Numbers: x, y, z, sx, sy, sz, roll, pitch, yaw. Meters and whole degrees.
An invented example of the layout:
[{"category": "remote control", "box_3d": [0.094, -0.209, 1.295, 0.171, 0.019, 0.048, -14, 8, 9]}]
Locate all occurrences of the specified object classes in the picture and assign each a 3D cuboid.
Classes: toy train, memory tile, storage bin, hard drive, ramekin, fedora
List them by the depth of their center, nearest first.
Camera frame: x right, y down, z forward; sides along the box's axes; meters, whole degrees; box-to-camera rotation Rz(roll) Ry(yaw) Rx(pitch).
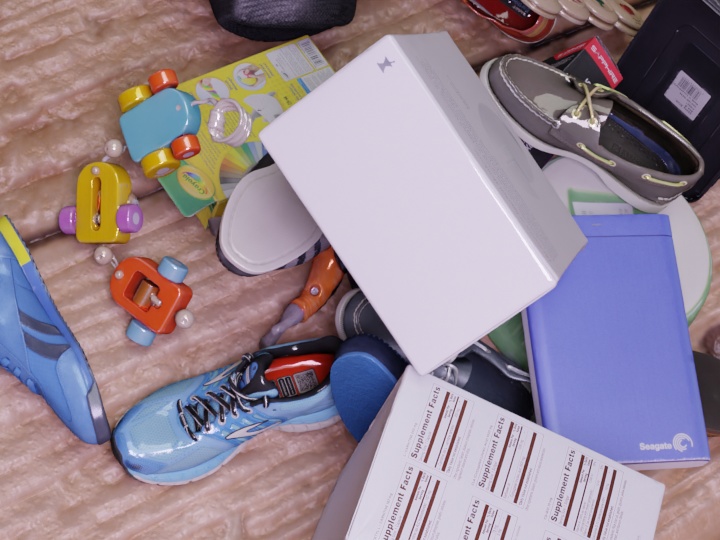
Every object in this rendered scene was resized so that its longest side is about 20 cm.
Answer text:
[{"category": "hard drive", "box_3d": [0.193, 0.054, 1.282, 0.130, 0.025, 0.202, -1, 70, -13]}, {"category": "toy train", "box_3d": [-0.152, -0.051, 1.286, 0.149, 0.202, 0.055, 29, 9, 24]}, {"category": "ramekin", "box_3d": [0.199, -0.003, 1.389, 0.198, 0.098, 0.202, 9, 57, -14]}, {"category": "fedora", "box_3d": [-0.067, -0.251, 1.435, 0.198, 0.200, 0.093, -6, 91, -22]}, {"category": "storage bin", "box_3d": [0.311, -0.175, 1.474, 0.135, 0.201, 0.094, 44, 56, 10]}, {"category": "memory tile", "box_3d": [0.177, -0.282, 1.547, 0.199, 0.017, 0.154, -1, 46, -50]}]

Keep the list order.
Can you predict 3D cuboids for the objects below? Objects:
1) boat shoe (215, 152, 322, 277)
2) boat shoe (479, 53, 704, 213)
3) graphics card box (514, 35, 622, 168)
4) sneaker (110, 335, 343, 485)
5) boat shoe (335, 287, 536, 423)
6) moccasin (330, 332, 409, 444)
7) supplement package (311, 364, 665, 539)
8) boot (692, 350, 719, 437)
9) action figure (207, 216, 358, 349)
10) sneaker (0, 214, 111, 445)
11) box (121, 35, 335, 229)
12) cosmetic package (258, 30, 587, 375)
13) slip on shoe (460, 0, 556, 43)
[{"category": "boat shoe", "box_3d": [-0.062, -0.055, 1.261, 0.074, 0.060, 0.201, 38, 44, -11]}, {"category": "boat shoe", "box_3d": [0.190, -0.121, 1.338, 0.200, 0.060, 0.073, 31, 58, -15]}, {"category": "graphics card box", "box_3d": [0.127, -0.113, 1.414, 0.051, 0.125, 0.200, 54, 53, -12]}, {"category": "sneaker", "box_3d": [-0.093, 0.091, 1.224, 0.198, 0.090, 0.079, -22, 68, -17]}, {"category": "boat shoe", "box_3d": [0.072, 0.071, 1.284, 0.199, 0.062, 0.073, 33, 74, -21]}, {"category": "moccasin", "box_3d": [0.039, 0.112, 1.241, 0.080, 0.201, 0.069, -4, 44, 32]}, {"category": "supplement package", "box_3d": [0.073, 0.207, 1.156, 0.198, 0.192, 0.148, 25, 53, -2]}, {"category": "boot", "box_3d": [0.242, 0.114, 1.352, 0.198, 0.076, 0.074, 2, 54, -26]}, {"category": "action figure", "box_3d": [0.000, 0.000, 1.318, 0.192, 0.105, 0.201, -21, 67, -19]}, {"category": "sneaker", "box_3d": [-0.253, 0.054, 1.219, 0.078, 0.066, 0.201, -27, 70, -19]}, {"category": "box", "box_3d": [-0.096, -0.114, 1.387, 0.199, 0.048, 0.118, -24, 70, -33]}, {"category": "cosmetic package", "box_3d": [0.051, -0.055, 1.179, 0.200, 0.122, 0.200, 56, 15, 1]}, {"category": "slip on shoe", "box_3d": [0.098, -0.283, 1.540, 0.199, 0.074, 0.061, 36, 10, 2]}]
